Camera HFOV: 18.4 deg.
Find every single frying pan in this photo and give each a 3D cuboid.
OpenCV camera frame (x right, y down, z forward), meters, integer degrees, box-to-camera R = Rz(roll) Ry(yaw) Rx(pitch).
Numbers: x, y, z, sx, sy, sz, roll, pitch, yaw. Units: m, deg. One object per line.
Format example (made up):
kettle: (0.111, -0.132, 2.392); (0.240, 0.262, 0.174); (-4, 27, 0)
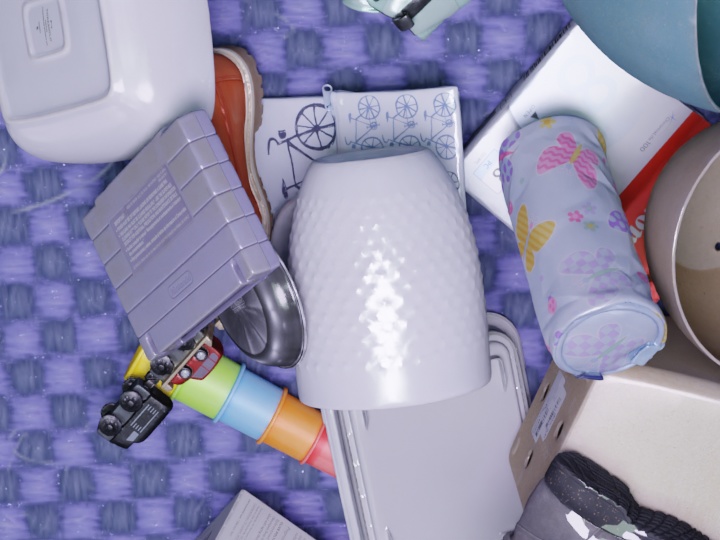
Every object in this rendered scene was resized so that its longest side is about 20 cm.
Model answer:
frying pan: (-0.087, -0.013, 1.613); (0.031, 0.115, 0.191); (-25, 112, -28)

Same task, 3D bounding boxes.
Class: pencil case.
pencil case: (0.161, -0.020, 1.616); (0.090, 0.201, 0.083); (3, 138, -22)

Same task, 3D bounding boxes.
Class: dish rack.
dish rack: (0.065, 0.147, 1.764); (0.170, 0.044, 0.201); (-15, 105, -12)

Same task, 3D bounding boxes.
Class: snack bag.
snack bag: (-0.012, -0.049, 1.728); (0.199, 0.021, 0.190); (1, 104, 17)

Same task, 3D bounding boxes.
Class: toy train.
toy train: (-0.131, 0.064, 1.715); (0.046, 0.034, 0.200); (37, 108, -14)

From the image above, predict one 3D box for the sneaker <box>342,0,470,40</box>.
sneaker: (0.007, -0.262, 1.666); (0.200, 0.074, 0.118); (42, 96, -10)

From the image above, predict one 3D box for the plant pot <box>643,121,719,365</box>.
plant pot: (0.291, -0.032, 1.660); (0.199, 0.134, 0.202); (-5, 105, -19)

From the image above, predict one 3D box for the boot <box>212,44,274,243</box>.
boot: (-0.124, -0.065, 1.702); (0.075, 0.107, 0.202); (2, 104, 27)

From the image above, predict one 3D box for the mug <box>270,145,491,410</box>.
mug: (0.000, 0.000, 1.662); (0.147, 0.199, 0.177); (-13, 101, -39)

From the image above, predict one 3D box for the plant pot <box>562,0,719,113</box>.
plant pot: (0.224, -0.224, 1.625); (0.134, 0.200, 0.202); (12, 107, 29)

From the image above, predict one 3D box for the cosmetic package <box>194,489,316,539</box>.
cosmetic package: (-0.050, 0.281, 1.784); (0.199, 0.085, 0.108); (35, 138, -8)

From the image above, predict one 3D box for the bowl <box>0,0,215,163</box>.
bowl: (-0.206, -0.179, 1.638); (0.199, 0.074, 0.202); (-8, 92, 42)

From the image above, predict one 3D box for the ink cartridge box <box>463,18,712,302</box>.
ink cartridge box: (0.192, -0.075, 1.721); (0.200, 0.047, 0.160); (39, 103, -5)

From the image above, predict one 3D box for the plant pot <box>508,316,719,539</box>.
plant pot: (0.222, 0.139, 1.685); (0.176, 0.200, 0.201); (22, 104, -9)

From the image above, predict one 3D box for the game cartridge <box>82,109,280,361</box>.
game cartridge: (-0.133, -0.025, 1.615); (0.038, 0.200, 0.130); (-17, 79, -32)

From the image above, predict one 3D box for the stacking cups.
stacking cups: (-0.091, 0.111, 1.778); (0.199, 0.061, 0.061); (31, 104, -7)

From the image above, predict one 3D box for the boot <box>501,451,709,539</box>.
boot: (0.186, 0.234, 1.595); (0.200, 0.070, 0.132); (36, 108, 11)
